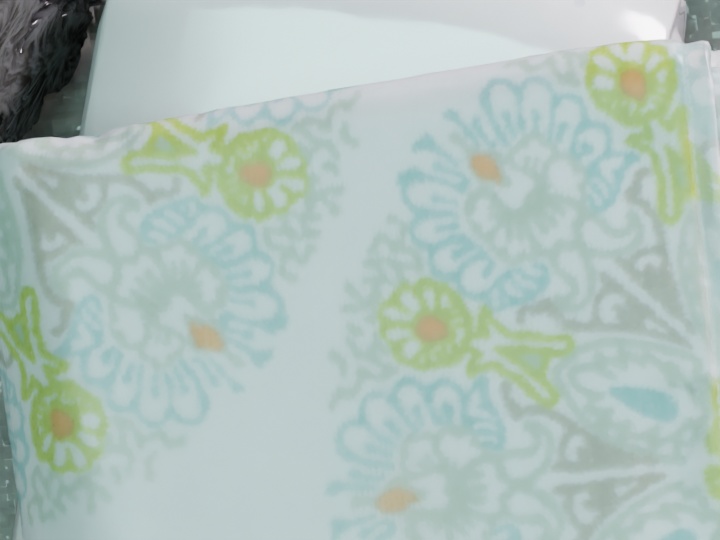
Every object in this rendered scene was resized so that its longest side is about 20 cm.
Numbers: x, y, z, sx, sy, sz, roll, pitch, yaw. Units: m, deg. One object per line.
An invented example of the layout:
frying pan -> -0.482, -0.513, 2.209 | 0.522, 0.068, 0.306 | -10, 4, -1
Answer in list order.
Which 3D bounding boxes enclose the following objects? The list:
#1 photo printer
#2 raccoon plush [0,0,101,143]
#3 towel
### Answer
photo printer -> 0.000, 0.000, 0.764 | 0.166, 0.069, 0.201 | 10, 90, 11
raccoon plush -> -0.153, -0.086, 0.750 | 0.134, 0.200, 0.097 | 23, 125, 12
towel -> 0.011, 0.040, 0.703 | 0.199, 0.048, 0.172 | -9, 85, 8
